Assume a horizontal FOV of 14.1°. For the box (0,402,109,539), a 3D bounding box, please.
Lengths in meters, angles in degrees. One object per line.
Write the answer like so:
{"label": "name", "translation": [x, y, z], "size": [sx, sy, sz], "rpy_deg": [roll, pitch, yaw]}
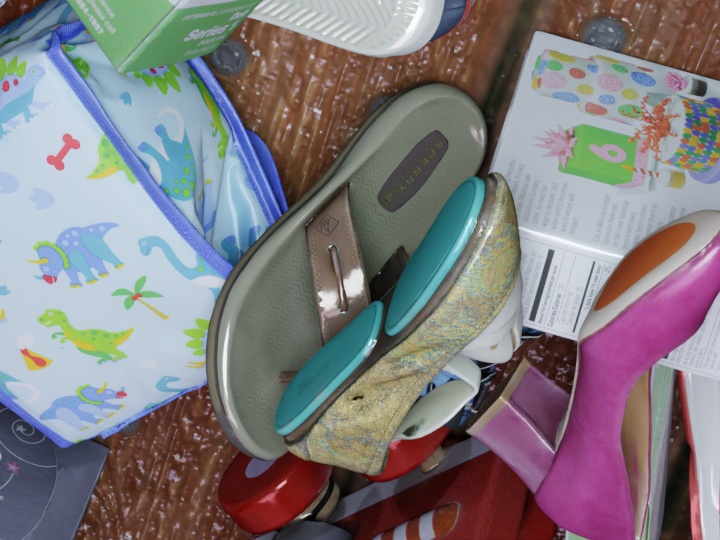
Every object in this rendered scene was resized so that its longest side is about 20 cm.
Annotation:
{"label": "box", "translation": [-0.232, 0.158, 1.528], "size": [0.132, 0.200, 0.115], "rpy_deg": [29, 127, -8]}

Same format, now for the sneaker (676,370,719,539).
{"label": "sneaker", "translation": [0.223, 0.099, 1.437], "size": [0.115, 0.078, 0.201], "rpy_deg": [-1, 127, 18]}

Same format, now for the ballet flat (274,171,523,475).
{"label": "ballet flat", "translation": [0.032, 0.028, 1.266], "size": [0.071, 0.071, 0.200], "rpy_deg": [31, 136, -9]}

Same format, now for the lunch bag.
{"label": "lunch bag", "translation": [-0.134, -0.022, 1.412], "size": [0.170, 0.128, 0.200], "rpy_deg": [-26, 108, 30]}

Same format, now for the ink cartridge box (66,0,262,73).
{"label": "ink cartridge box", "translation": [-0.063, -0.204, 1.233], "size": [0.200, 0.084, 0.146], "rpy_deg": [-42, 77, 30]}

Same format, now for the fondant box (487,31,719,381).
{"label": "fondant box", "translation": [0.155, -0.022, 1.319], "size": [0.199, 0.145, 0.058], "rpy_deg": [17, 131, 3]}

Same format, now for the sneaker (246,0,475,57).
{"label": "sneaker", "translation": [-0.036, -0.149, 1.328], "size": [0.200, 0.084, 0.075], "rpy_deg": [28, 111, 23]}

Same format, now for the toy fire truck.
{"label": "toy fire truck", "translation": [0.001, 0.154, 1.481], "size": [0.200, 0.168, 0.112], "rpy_deg": [-26, 116, 30]}

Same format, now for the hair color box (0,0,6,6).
{"label": "hair color box", "translation": [-0.259, -0.183, 1.365], "size": [0.099, 0.061, 0.200], "rpy_deg": [-34, 111, 34]}

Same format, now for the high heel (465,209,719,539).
{"label": "high heel", "translation": [0.129, 0.049, 1.243], "size": [0.096, 0.067, 0.200], "rpy_deg": [39, 144, -3]}

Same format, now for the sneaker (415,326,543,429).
{"label": "sneaker", "translation": [0.058, 0.033, 1.411], "size": [0.199, 0.090, 0.078], "rpy_deg": [-21, 152, 34]}

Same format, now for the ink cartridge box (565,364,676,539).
{"label": "ink cartridge box", "translation": [0.119, 0.150, 1.410], "size": [0.048, 0.201, 0.146], "rpy_deg": [8, 141, 8]}

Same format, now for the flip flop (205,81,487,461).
{"label": "flip flop", "translation": [0.000, 0.000, 1.360], "size": [0.057, 0.200, 0.081], "rpy_deg": [25, 162, 49]}
